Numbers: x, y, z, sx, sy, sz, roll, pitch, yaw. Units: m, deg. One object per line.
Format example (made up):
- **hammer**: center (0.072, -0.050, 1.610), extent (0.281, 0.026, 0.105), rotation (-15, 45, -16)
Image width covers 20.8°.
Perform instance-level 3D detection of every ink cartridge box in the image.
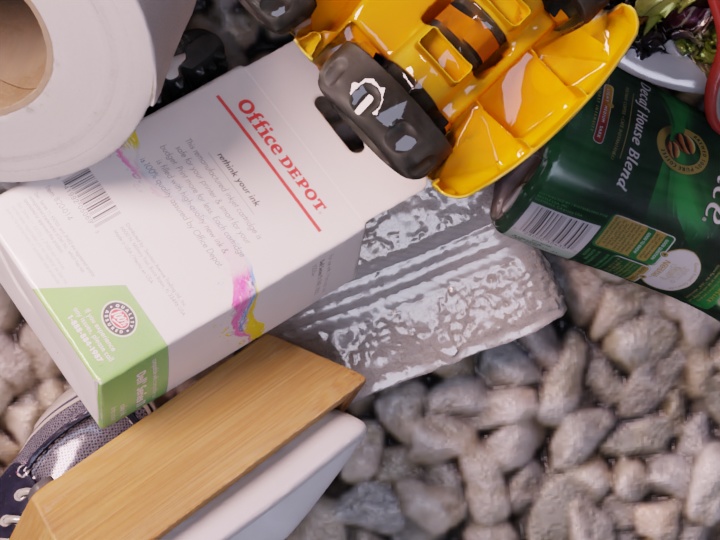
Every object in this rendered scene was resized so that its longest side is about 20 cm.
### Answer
- **ink cartridge box**: center (-0.078, -0.023, 1.005), extent (0.200, 0.067, 0.117), rotation (-30, 71, -18)

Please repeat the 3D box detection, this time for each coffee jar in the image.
- **coffee jar**: center (0.175, -0.033, 1.035), extent (0.200, 0.104, 0.085), rotation (23, 143, -11)

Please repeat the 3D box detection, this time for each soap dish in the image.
- **soap dish**: center (-0.101, 0.128, 1.027), extent (0.081, 0.200, 0.157), rotation (47, 143, 10)

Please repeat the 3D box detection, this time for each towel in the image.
- **towel**: center (0.000, 0.000, 1.083), extent (0.200, 0.034, 0.133), rotation (-21, 108, 5)

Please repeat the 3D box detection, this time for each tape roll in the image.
- **tape roll**: center (-0.176, -0.159, 0.930), extent (0.203, 0.139, 0.203), rotation (9, 139, 8)

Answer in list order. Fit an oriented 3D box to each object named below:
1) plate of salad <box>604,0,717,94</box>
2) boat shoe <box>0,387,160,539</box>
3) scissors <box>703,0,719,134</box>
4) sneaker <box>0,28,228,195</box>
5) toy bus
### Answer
- **plate of salad**: center (0.185, -0.189, 0.994), extent (0.200, 0.048, 0.200), rotation (0, 97, -3)
- **boat shoe**: center (-0.181, 0.151, 1.098), extent (0.075, 0.093, 0.200), rotation (34, 105, -11)
- **scissors**: center (0.183, -0.153, 0.971), extent (0.073, 0.014, 0.200), rotation (-24, 115, 1)
- **sneaker**: center (-0.167, -0.082, 1.034), extent (0.200, 0.066, 0.091), rotation (-35, 74, -6)
- **toy bus**: center (0.018, -0.140, 0.958), extent (0.136, 0.192, 0.200), rotation (-44, 94, -1)
